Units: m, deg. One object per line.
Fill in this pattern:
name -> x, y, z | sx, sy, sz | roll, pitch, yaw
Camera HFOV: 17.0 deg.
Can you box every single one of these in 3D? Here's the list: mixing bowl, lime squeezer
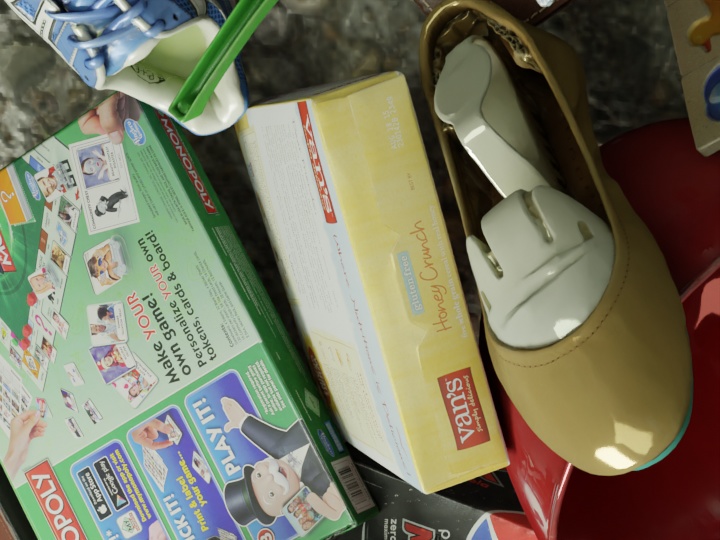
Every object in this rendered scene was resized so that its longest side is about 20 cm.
mixing bowl -> 0.116, 0.020, 0.881 | 0.108, 0.199, 0.201 | 45, 122, 36
lime squeezer -> -0.020, -0.145, 0.829 | 0.038, 0.070, 0.201 | 51, 137, 34

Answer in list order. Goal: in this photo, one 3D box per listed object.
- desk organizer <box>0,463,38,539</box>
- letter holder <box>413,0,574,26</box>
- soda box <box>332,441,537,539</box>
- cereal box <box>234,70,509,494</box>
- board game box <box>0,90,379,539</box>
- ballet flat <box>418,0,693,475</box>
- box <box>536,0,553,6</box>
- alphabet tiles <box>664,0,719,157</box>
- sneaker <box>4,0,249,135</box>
desk organizer -> -0.185, 0.078, 1.094 | 0.077, 0.072, 0.201 | -26, 93, 32
letter holder -> 0.084, -0.192, 0.868 | 0.200, 0.101, 0.142 | -41, 88, 29
soda box -> 0.081, 0.125, 0.980 | 0.199, 0.071, 0.064 | 19, 110, 20
cereal box -> 0.000, 0.000, 0.916 | 0.039, 0.200, 0.145 | -17, 96, -10
board game box -> -0.095, 0.042, 0.990 | 0.134, 0.029, 0.201 | -30, 83, 22
ballet flat -> 0.053, -0.017, 0.788 | 0.068, 0.201, 0.063 | -36, 129, 18
box -> 0.063, -0.208, 0.792 | 0.136, 0.040, 0.201 | -31, 94, 30
alphabet tiles -> 0.173, -0.128, 0.814 | 0.167, 0.008, 0.201 | -29, 48, 27
sneaker -> -0.101, -0.120, 0.907 | 0.076, 0.200, 0.077 | -36, 52, 16
